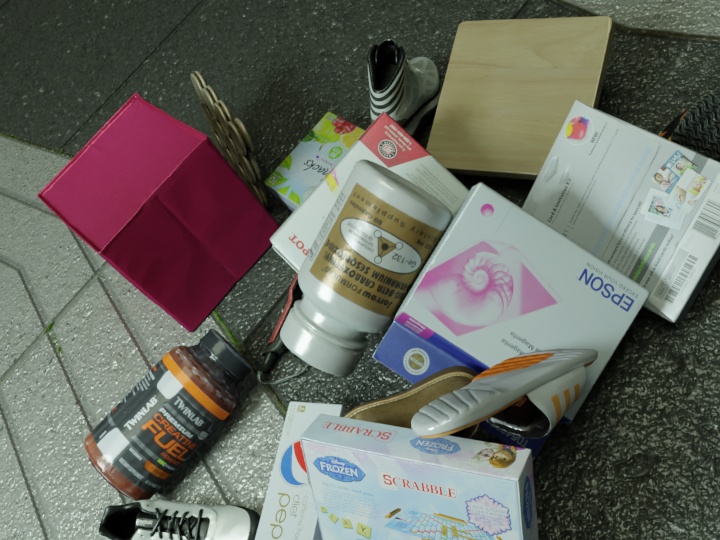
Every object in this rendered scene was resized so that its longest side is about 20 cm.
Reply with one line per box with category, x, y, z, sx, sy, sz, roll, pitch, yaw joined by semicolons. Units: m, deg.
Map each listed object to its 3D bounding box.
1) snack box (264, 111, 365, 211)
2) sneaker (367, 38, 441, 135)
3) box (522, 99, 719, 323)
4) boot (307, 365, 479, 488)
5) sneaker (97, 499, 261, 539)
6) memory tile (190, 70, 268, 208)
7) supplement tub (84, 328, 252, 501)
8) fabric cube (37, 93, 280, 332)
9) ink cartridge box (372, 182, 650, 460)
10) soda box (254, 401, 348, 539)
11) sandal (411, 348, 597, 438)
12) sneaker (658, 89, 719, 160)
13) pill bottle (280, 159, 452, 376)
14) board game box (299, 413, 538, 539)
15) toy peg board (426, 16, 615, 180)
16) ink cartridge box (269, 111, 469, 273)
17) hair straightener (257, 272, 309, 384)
snack box;-0.018;-0.118;1.016;0.199;0.053;0.143;34;79;39
sneaker;0.063;-0.264;1.006;0.075;0.117;0.202;9;43;17
box;0.275;-0.064;0.778;0.199;0.041;0.158;33;106;31
boot;0.028;0.163;0.705;0.199;0.074;0.076;-34;12;13
sneaker;-0.198;0.287;0.819;0.197;0.080;0.075;-10;53;20
memory tile;-0.188;-0.190;1.090;0.017;0.154;0.200;-27;48;-13
supplement tub;-0.221;0.165;0.895;0.200;0.107;0.107;-47;50;-8
fabric cube;-0.266;-0.080;1.022;0.200;0.200;0.195;-48;49;-10
ink cartridge box;0.142;0.052;0.728;0.195;0.043;0.202;31;90;0
soda box;-0.056;0.243;0.785;0.067;0.064;0.202;-2;59;24
sandal;0.125;0.117;0.636;0.205;0.060;0.079;-18;3;-36
sneaker;0.333;-0.110;0.830;0.200;0.090;0.070;-45;79;23
pill bottle;0.000;0.000;0.775;0.114;0.114;0.202;39;106;40
board game box;0.056;0.232;0.656;0.197;0.202;0.041;4;26;28
toy peg board;0.207;-0.199;0.946;0.198;0.098;0.202;9;79;32
ink cartridge box;0.015;-0.055;0.880;0.146;0.083;0.200;44;94;8
hair straightener;-0.067;0.053;0.933;0.076;0.041;0.202;15;66;34
